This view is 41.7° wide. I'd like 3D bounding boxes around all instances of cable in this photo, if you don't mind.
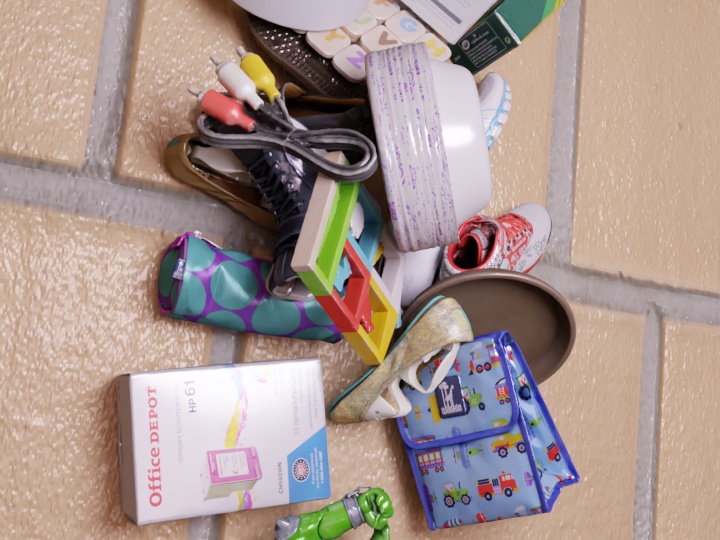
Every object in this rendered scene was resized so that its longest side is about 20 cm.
[{"bbox_3d":[-0.079,-0.133,0.866,0.199,0.050,0.097,35,70,28],"label":"cable"}]

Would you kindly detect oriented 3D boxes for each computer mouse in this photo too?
[{"bbox_3d":[0.070,-0.056,1.053,0.109,0.044,0.202,12,96,2],"label":"computer mouse"}]

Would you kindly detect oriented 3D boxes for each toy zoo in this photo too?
[{"bbox_3d":[0.000,0.000,0.913,0.200,0.020,0.132,56,39,-45],"label":"toy zoo"}]

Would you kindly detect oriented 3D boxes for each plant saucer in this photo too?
[{"bbox_3d":[0.136,0.069,1.041,0.199,0.200,0.030,22,38,-18],"label":"plant saucer"}]

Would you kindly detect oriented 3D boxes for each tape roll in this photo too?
[{"bbox_3d":[-0.071,-0.354,1.013,0.201,0.071,0.204,11,55,-16],"label":"tape roll"}]

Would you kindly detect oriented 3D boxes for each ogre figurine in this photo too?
[{"bbox_3d":[-0.036,0.311,0.961,0.119,0.201,0.099,5,39,-12],"label":"ogre figurine"}]

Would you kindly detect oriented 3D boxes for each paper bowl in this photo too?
[{"bbox_3d":[0.070,-0.123,0.934,0.103,0.201,0.203,-9,86,5],"label":"paper bowl"}]

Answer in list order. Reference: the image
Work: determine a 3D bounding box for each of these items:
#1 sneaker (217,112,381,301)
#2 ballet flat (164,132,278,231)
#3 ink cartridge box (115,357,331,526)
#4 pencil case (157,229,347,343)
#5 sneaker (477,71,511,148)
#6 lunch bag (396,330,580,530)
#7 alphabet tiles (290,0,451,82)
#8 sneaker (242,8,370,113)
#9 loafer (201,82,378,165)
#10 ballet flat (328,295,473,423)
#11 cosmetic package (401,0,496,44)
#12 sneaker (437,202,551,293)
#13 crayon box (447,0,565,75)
[{"bbox_3d":[-0.077,-0.062,0.929,0.202,0.077,0.147,38,52,-17],"label":"sneaker"},{"bbox_3d":[-0.112,-0.090,1.006,0.199,0.063,0.069,20,74,-20],"label":"ballet flat"},{"bbox_3d":[-0.139,0.168,0.951,0.198,0.085,0.146,-3,85,-22],"label":"ink cartridge box"},{"bbox_3d":[-0.105,0.018,0.984,0.198,0.085,0.093,11,93,-22],"label":"pencil case"},{"bbox_3d":[0.109,-0.155,1.105,0.086,0.075,0.201,28,73,-11],"label":"sneaker"},{"bbox_3d":[0.121,0.159,1.014,0.094,0.150,0.202,-21,90,-54],"label":"lunch bag"},{"bbox_3d":[0.007,-0.287,1.059,0.200,0.015,0.195,43,49,7],"label":"alphabet tiles"},{"bbox_3d":[-0.064,-0.225,1.048,0.070,0.076,0.200,-35,75,-18],"label":"sneaker"},{"bbox_3d":[-0.075,-0.165,0.985,0.198,0.073,0.073,11,45,13],"label":"loafer"},{"bbox_3d":[0.043,0.113,0.986,0.071,0.071,0.200,36,113,-14],"label":"ballet flat"},{"bbox_3d":[0.145,-0.401,1.051,0.123,0.200,0.200,37,51,-15],"label":"cosmetic package"},{"bbox_3d":[0.161,-0.034,1.078,0.067,0.108,0.201,36,62,23],"label":"sneaker"},{"bbox_3d":[0.203,-0.325,1.135,0.200,0.126,0.052,-44,100,-22],"label":"crayon box"}]
